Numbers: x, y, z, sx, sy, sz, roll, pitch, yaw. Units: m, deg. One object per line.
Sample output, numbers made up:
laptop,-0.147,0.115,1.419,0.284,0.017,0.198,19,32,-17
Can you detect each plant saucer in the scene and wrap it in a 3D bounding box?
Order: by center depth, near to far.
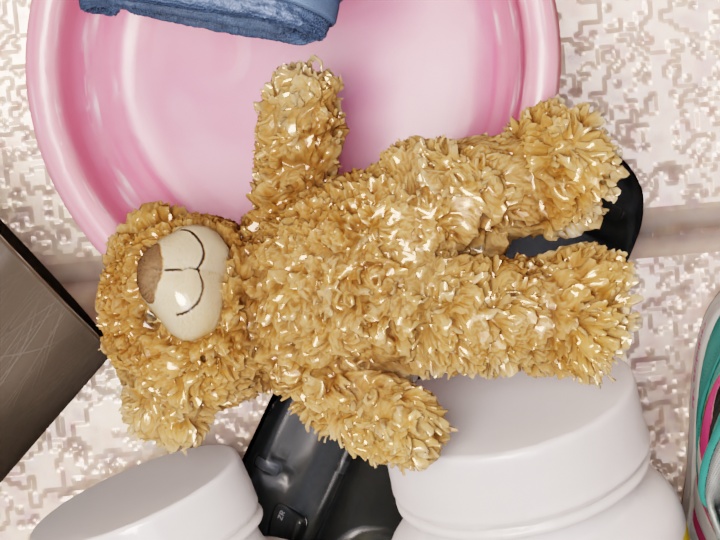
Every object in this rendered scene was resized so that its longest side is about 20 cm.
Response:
plant saucer,-0.022,-0.077,1.056,0.199,0.051,0.202,1,92,13

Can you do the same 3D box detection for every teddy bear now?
teddy bear,0.000,0.000,0.993,0.199,0.067,0.146,8,91,12

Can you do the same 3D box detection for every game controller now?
game controller,0.031,0.033,1.107,0.104,0.042,0.201,22,99,-20

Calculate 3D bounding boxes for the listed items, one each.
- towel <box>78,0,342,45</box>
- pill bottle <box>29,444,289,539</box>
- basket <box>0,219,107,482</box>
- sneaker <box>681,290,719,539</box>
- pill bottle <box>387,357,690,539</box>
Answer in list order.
towel,-0.039,-0.182,1.008,0.111,0.049,0.201,9,75,15
pill bottle,-0.047,0.173,1.071,0.112,0.112,0.201,-22,101,3
basket,-0.198,0.058,1.047,0.200,0.180,0.136,-43,127,-2
sneaker,0.164,0.109,1.075,0.083,0.121,0.201,-3,100,-1
pill bottle,0.073,0.137,1.066,0.114,0.114,0.201,-13,111,1
